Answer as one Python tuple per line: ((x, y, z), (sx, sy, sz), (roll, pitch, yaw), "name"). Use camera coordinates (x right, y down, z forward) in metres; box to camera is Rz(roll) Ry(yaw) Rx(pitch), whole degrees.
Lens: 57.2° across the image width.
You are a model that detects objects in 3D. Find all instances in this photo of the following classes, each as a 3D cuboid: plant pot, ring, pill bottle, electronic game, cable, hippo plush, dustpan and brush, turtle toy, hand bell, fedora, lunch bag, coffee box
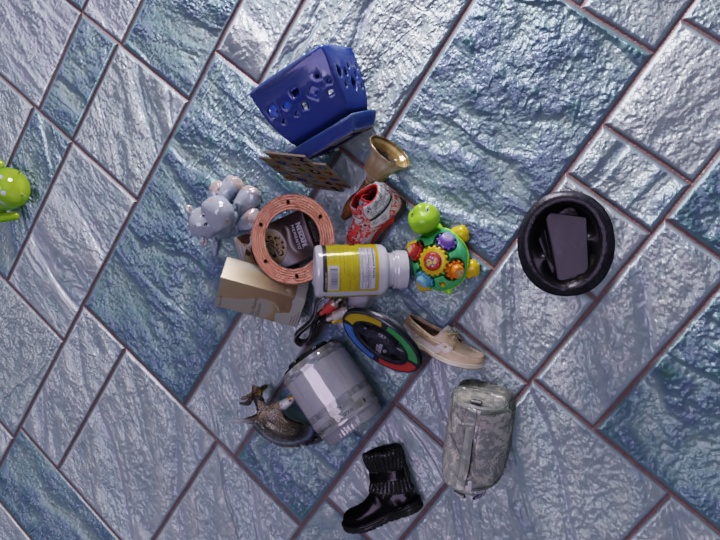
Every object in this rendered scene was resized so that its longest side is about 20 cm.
((-0.086, -0.351, 1.417), (0.199, 0.200, 0.181), (-25, 97, 23), "plant pot")
((-0.150, -0.069, 1.476), (0.198, 0.019, 0.203), (1, 93, 14), "ring")
((0.000, 0.000, 1.407), (0.198, 0.111, 0.113), (0, 95, -8), "pill bottle")
((0.046, 0.152, 1.432), (0.199, 0.042, 0.201), (28, 150, 17), "electronic game")
((-0.095, 0.117, 1.498), (0.200, 0.097, 0.051), (-39, 39, 25), "cable")
((-0.349, -0.142, 1.571), (0.199, 0.161, 0.160), (-26, 85, 23), "hippo plush")
((0.004, 0.025, 1.498), (0.199, 0.057, 0.140), (-32, 93, 29), "dustpan and brush")
((0.157, -0.045, 1.391), (0.145, 0.101, 0.202), (-18, 87, 24), "turtle toy")
((0.012, -0.189, 1.464), (0.104, 0.104, 0.200), (47, 123, 13), "hand bell")
((0.402, -0.053, 1.289), (0.199, 0.091, 0.203), (2, 95, 23), "fedora")
((0.236, 0.344, 1.356), (0.138, 0.167, 0.202), (11, 100, 22), "lunch bag")
((-0.184, -0.059, 1.551), (0.199, 0.080, 0.114), (-21, 86, 24), "coffee box")

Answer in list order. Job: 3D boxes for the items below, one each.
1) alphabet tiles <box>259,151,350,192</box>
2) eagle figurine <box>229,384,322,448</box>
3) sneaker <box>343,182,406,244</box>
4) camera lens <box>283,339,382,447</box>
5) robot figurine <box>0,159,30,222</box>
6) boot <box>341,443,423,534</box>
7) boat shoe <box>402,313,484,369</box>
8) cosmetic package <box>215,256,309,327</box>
((-0.119, -0.215, 1.447), (0.165, 0.200, 0.006), (10, 79, 25), "alphabet tiles")
((-0.189, 0.351, 1.544), (0.200, 0.151, 0.151), (49, 129, 11), "eagle figurine")
((-0.002, -0.104, 1.443), (0.201, 0.108, 0.067), (-44, 46, 16), "sneaker")
((-0.065, 0.270, 1.485), (0.160, 0.160, 0.201), (-39, 79, 21), "camera lens")
((-1.030, -0.225, 1.886), (0.198, 0.116, 0.177), (-12, 92, 23), "robot figurine")
((0.027, 0.493, 1.507), (0.210, 0.079, 0.159), (-25, 92, 13), "boot")
((0.176, 0.150, 1.416), (0.199, 0.074, 0.070), (20, 108, 22), "boat shoe")
((-0.226, 0.051, 1.520), (0.198, 0.071, 0.106), (14, 133, -7), "cosmetic package")
